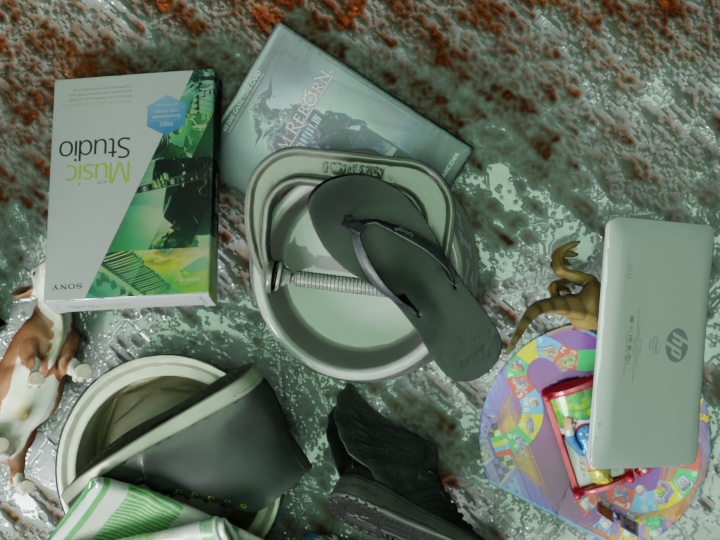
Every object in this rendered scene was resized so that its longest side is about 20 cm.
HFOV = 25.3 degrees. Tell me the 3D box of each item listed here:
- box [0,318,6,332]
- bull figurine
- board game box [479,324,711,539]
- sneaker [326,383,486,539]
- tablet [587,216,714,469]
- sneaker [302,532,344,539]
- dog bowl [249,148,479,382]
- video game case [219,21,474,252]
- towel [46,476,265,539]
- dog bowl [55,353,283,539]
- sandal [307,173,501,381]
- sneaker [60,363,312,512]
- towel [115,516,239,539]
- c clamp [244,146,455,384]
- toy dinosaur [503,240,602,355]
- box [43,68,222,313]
[{"bbox_3d":[-0.383,0.078,1.335,0.117,0.200,0.060,-45,90,8],"label":"box"},{"bbox_3d":[-0.281,0.091,1.378,0.065,0.122,0.202,17,106,-24],"label":"bull figurine"},{"bbox_3d":[0.200,0.144,1.358,0.198,0.039,0.159,27,98,2],"label":"board game box"},{"bbox_3d":[0.050,0.185,1.352,0.198,0.105,0.060,27,138,4],"label":"sneaker"},{"bbox_3d":[0.240,0.060,1.311,0.129,0.014,0.203,3,92,-38],"label":"tablet"},{"bbox_3d":[-0.008,0.262,1.377,0.198,0.075,0.091,-23,98,7],"label":"sneaker"},{"bbox_3d":[0.000,0.000,1.339,0.198,0.059,0.203,1,97,6],"label":"dog bowl"},{"bbox_3d":[-0.023,-0.098,1.369,0.199,0.019,0.144,33,98,1],"label":"video game case"},{"bbox_3d":[-0.160,0.249,1.326,0.199,0.024,0.153,28,126,-16],"label":"towel"},{"bbox_3d":[-0.158,0.167,1.384,0.198,0.074,0.203,1,95,6],"label":"dog bowl"},{"bbox_3d":[0.039,0.000,1.262,0.076,0.043,0.200,-44,90,3],"label":"sandal"},{"bbox_3d":[-0.143,0.170,1.309,0.199,0.075,0.107,-30,97,11],"label":"sneaker"},{"bbox_3d":[-0.175,0.268,1.317,0.198,0.031,0.150,-13,125,16],"label":"towel"},{"bbox_3d":[-0.003,-0.011,1.295,0.198,0.027,0.173,12,98,4],"label":"c clamp"},{"bbox_3d":[0.180,0.029,1.303,0.198,0.107,0.061,12,120,-36],"label":"toy dinosaur"},{"bbox_3d":[-0.189,-0.067,1.343,0.143,0.036,0.202,-4,74,8],"label":"box"}]
